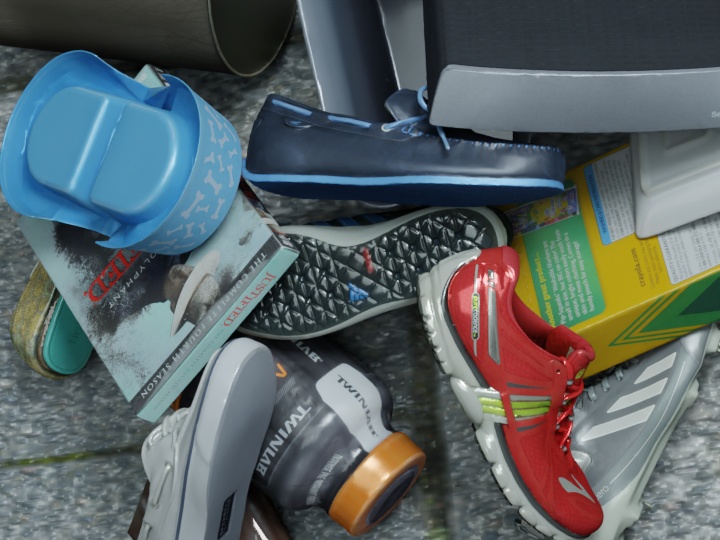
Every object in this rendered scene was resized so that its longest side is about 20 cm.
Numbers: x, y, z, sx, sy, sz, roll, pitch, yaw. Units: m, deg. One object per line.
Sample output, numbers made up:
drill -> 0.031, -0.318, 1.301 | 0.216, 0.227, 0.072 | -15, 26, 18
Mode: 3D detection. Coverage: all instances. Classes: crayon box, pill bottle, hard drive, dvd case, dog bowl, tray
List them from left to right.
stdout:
dog bowl -> -0.148, -0.070, 1.386 | 0.200, 0.050, 0.112 | 19, 87, 48
dvd case -> -0.133, -0.021, 1.411 | 0.146, 0.022, 0.200 | -48, 51, 14
pill bottle -> -0.052, 0.082, 1.441 | 0.200, 0.106, 0.106 | 40, 95, 16
hard drive -> 0.137, -0.141, 1.294 | 0.200, 0.042, 0.135 | 0, 52, -1
crayon box -> 0.170, -0.015, 1.388 | 0.200, 0.052, 0.126 | -24, 48, 17
tray -> 0.201, -0.126, 1.358 | 0.107, 0.022, 0.200 | -22, 58, 39

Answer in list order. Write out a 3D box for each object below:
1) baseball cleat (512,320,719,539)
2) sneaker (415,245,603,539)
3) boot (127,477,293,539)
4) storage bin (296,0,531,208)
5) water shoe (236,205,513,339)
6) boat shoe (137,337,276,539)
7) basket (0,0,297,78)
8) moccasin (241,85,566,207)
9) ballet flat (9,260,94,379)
baseball cleat -> 0.157, 0.083, 1.399 | 0.106, 0.070, 0.200 | 24, 90, 4
sneaker -> 0.106, 0.076, 1.326 | 0.085, 0.077, 0.200 | -25, 108, 12
boot -> -0.107, 0.232, 1.460 | 0.186, 0.064, 0.200 | -37, 79, -5
storage bin -> 0.054, -0.139, 1.425 | 0.145, 0.134, 0.200 | -16, 80, 13
water shoe -> 0.000, 0.000, 1.396 | 0.200, 0.079, 0.072 | -8, 93, 16
boat shoe -> -0.106, 0.121, 1.380 | 0.065, 0.074, 0.200 | 27, 120, 20
basket -> -0.158, -0.210, 1.492 | 0.200, 0.136, 0.180 | 2, 51, 21
moccasin -> 0.024, -0.078, 1.316 | 0.200, 0.080, 0.068 | 4, 80, 15
ballet flat -> -0.184, -0.024, 1.517 | 0.071, 0.071, 0.200 | 24, 88, 16
